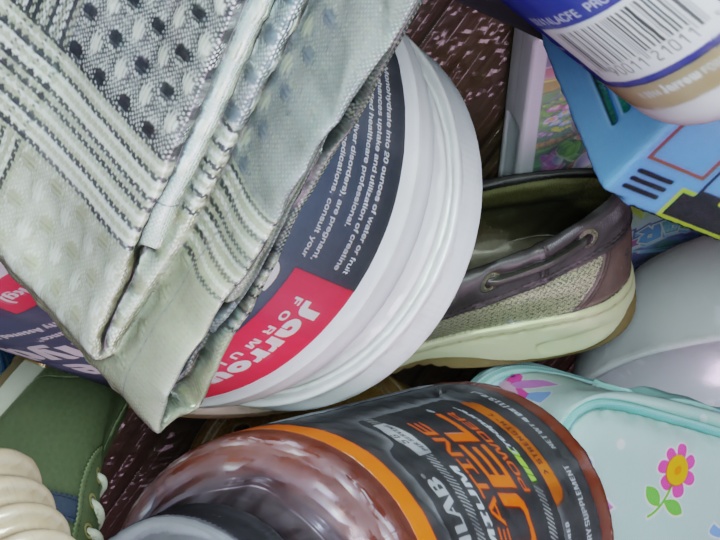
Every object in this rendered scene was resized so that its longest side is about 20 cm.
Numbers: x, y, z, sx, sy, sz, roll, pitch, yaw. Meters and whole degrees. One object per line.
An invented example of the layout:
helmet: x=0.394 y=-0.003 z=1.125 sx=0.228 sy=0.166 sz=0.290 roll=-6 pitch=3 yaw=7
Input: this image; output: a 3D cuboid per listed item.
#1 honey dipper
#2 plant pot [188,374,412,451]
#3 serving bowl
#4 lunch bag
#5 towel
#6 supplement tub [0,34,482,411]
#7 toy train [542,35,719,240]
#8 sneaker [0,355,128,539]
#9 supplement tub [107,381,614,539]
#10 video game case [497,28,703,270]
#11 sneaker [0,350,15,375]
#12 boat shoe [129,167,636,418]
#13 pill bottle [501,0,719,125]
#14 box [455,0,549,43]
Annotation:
honey dipper: x=-0.127 y=0.024 z=0.826 sx=0.038 sy=0.200 sz=0.038 roll=-20 pitch=140 yaw=-17
plant pot: x=0.010 y=0.128 z=1.140 sx=0.186 sy=0.187 sz=0.200 roll=-27 pitch=134 yaw=1
serving bowl: x=0.179 y=0.025 z=1.118 sx=0.199 sy=0.066 sz=0.200 roll=4 pitch=161 yaw=1
lunch bag: x=0.105 y=0.119 z=1.068 sx=0.200 sy=0.077 sz=0.161 roll=18 pitch=85 yaw=-39
towel: x=-0.069 y=-0.093 z=0.668 sx=0.034 sy=0.200 sz=0.193 roll=-14 pitch=140 yaw=-53
supplement tub: x=-0.067 y=-0.040 z=0.831 sx=0.140 sy=0.141 sz=0.200 roll=-39 pitch=148 yaw=19
toy train: x=0.157 y=-0.056 z=0.923 sx=0.199 sy=0.087 sz=0.114 roll=18 pitch=131 yaw=-38
sneaker: x=-0.106 y=0.106 z=0.886 sx=0.200 sy=0.090 sz=0.067 roll=-53 pitch=169 yaw=-35
supplement tub: x=-0.005 y=0.095 z=0.892 sx=0.107 sy=0.107 sz=0.200 roll=-42 pitch=166 yaw=24
video game case: x=0.117 y=-0.048 z=1.083 sx=0.143 sy=0.018 sz=0.200 roll=-19 pitch=149 yaw=-14
sneaker: x=-0.135 y=0.024 z=0.967 sx=0.090 sy=0.078 sz=0.200 roll=-38 pitch=157 yaw=-19
boat shoe: x=0.000 y=0.000 z=1.025 sx=0.199 sy=0.073 sz=0.065 roll=-11 pitch=127 yaw=-16
pill bottle: x=0.040 y=-0.136 z=0.725 sx=0.200 sy=0.116 sz=0.116 roll=37 pitch=117 yaw=-21
box: x=0.077 y=-0.144 z=0.875 sx=0.158 sy=0.050 sz=0.200 roll=-41 pitch=146 yaw=23
